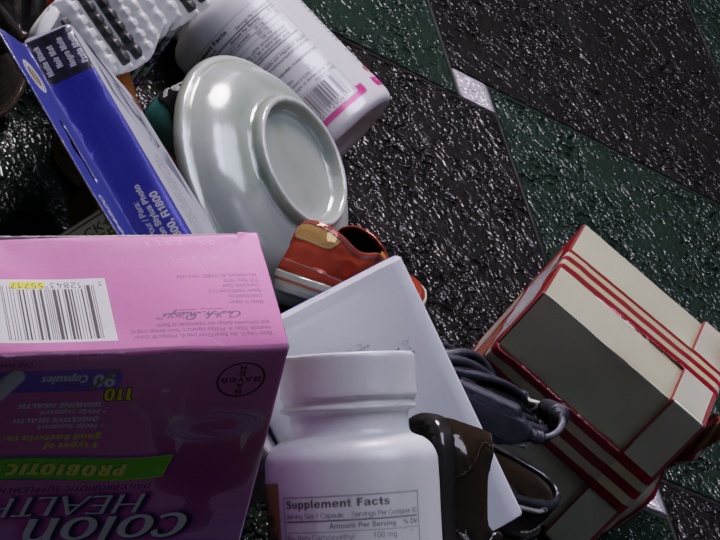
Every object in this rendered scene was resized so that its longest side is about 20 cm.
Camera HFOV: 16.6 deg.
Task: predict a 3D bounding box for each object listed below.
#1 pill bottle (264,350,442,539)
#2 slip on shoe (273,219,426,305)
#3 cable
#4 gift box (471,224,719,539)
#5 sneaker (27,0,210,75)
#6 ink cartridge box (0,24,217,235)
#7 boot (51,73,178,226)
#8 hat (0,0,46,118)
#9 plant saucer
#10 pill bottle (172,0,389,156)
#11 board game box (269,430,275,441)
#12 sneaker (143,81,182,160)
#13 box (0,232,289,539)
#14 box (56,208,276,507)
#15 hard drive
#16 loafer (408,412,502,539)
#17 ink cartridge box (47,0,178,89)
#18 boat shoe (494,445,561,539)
[{"bbox_3d":[-0.004,0.154,1.594,0.114,0.114,0.201,2,84,-51],"label":"pill bottle"},{"bbox_3d":[0.000,0.000,1.824,0.074,0.061,0.200,18,2,26],"label":"slip on shoe"},{"bbox_3d":[0.056,0.070,1.794,0.199,0.051,0.163,23,8,-4],"label":"cable"},{"bbox_3d":[0.192,0.090,1.957,0.187,0.185,0.200,41,32,0],"label":"gift box"},{"bbox_3d":[-0.187,-0.180,1.810,0.075,0.081,0.200,61,35,-7],"label":"sneaker"},{"bbox_3d":[-0.153,-0.068,1.658,0.200,0.041,0.200,58,3,18],"label":"ink cartridge box"},{"bbox_3d":[-0.150,-0.064,1.850,0.154,0.074,0.200,28,38,-31],"label":"boot"},{"bbox_3d":[-0.273,-0.206,1.764,0.200,0.081,0.201,8,80,-50],"label":"hat"},{"bbox_3d":[-0.060,-0.075,1.852,0.200,0.050,0.201,37,41,-42],"label":"plant saucer"},{"bbox_3d":[-0.081,-0.177,2.036,0.200,0.113,0.113,47,28,5],"label":"pill bottle"},{"bbox_3d":[0.003,0.120,1.814,0.200,0.045,0.152,47,29,6],"label":"board game box"},{"bbox_3d":[-0.087,-0.066,1.912,0.200,0.080,0.071,42,26,-4],"label":"sneaker"},{"bbox_3d":[-0.151,0.082,1.445,0.175,0.200,0.097,-1,45,-18],"label":"box"},{"bbox_3d":[-0.130,0.062,1.659,0.200,0.060,0.117,58,3,26],"label":"box"},{"bbox_3d":[0.011,0.109,1.692,0.200,0.132,0.025,64,-9,-9],"label":"hard drive"},{"bbox_3d":[0.066,0.195,1.659,0.071,0.201,0.073,-2,8,-30],"label":"loafer"},{"bbox_3d":[-0.232,-0.218,1.899,0.200,0.109,0.050,18,31,-39],"label":"ink cartridge box"},{"bbox_3d":[0.053,0.134,1.749,0.200,0.060,0.074,32,32,-19],"label":"boat shoe"}]
